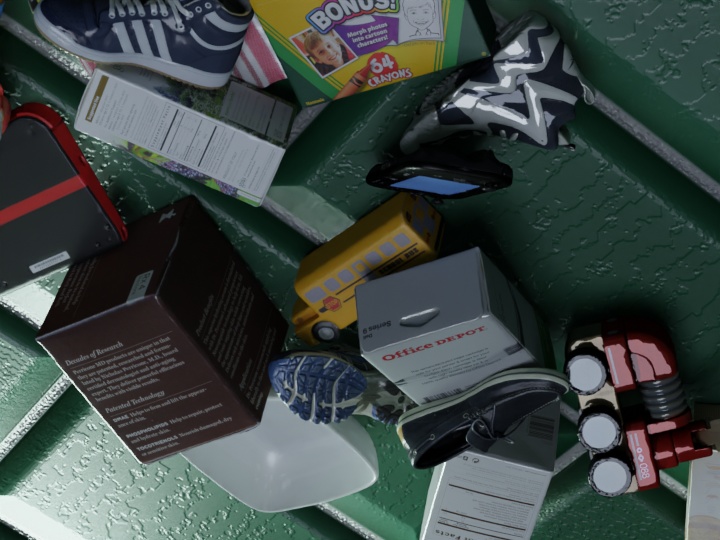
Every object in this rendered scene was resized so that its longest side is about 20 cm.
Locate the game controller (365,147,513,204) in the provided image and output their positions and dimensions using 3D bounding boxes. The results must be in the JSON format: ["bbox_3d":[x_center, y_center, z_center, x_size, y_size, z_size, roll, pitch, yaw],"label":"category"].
[{"bbox_3d":[0.073,-0.090,1.638,0.103,0.200,0.043,0,88,-14],"label":"game controller"}]

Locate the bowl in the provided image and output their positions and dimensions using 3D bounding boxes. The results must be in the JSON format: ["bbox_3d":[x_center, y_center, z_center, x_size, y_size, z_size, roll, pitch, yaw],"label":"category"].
[{"bbox_3d":[-0.094,0.184,1.934,0.199,0.075,0.200,-19,133,34],"label":"bowl"}]

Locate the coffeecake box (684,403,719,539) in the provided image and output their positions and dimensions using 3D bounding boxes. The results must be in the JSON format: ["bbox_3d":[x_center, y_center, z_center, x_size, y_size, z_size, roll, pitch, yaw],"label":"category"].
[{"bbox_3d":[0.441,0.249,1.892,0.152,0.073,0.201,3,129,10],"label":"coffeecake box"}]

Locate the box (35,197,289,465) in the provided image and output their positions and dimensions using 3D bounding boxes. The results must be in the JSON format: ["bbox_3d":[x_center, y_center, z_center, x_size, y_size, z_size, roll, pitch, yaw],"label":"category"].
[{"bbox_3d":[-0.206,0.067,1.823,0.163,0.166,0.200,-20,122,27],"label":"box"}]

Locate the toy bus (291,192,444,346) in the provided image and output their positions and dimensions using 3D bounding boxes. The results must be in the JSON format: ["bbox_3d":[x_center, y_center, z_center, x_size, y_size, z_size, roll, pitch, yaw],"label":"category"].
[{"bbox_3d":[0.000,0.000,1.789,0.199,0.065,0.078,-33,116,32],"label":"toy bus"}]

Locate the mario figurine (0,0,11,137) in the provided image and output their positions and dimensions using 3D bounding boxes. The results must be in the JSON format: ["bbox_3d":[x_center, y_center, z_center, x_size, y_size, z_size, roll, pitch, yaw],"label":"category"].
[{"bbox_3d":[-0.400,-0.197,1.684,0.105,0.124,0.201,4,127,-8],"label":"mario figurine"}]

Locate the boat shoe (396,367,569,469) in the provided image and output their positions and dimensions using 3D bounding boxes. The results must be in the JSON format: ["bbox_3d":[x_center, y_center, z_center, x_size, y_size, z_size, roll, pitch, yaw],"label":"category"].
[{"bbox_3d":[0.129,0.155,1.765,0.199,0.063,0.075,-23,146,23],"label":"boat shoe"}]

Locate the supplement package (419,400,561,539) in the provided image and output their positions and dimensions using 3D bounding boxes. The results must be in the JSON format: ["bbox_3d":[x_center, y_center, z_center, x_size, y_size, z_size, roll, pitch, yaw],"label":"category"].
[{"bbox_3d":[0.143,0.237,1.916,0.119,0.122,0.201,13,131,1],"label":"supplement package"}]

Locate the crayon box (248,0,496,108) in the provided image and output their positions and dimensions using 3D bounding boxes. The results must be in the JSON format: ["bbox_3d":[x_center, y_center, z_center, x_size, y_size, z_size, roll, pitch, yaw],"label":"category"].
[{"bbox_3d":[0.003,-0.258,1.582,0.199,0.058,0.173,-14,125,22],"label":"crayon box"}]

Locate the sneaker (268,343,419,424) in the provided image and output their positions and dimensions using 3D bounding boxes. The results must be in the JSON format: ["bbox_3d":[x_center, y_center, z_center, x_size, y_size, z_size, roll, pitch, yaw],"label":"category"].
[{"bbox_3d":[-0.024,0.119,1.847,0.199,0.085,0.077,15,106,-36],"label":"sneaker"}]

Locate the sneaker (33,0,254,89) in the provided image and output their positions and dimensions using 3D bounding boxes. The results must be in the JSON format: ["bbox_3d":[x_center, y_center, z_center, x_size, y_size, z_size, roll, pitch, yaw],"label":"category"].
[{"bbox_3d":[-0.195,-0.242,1.580,0.199,0.070,0.109,13,134,-26],"label":"sneaker"}]

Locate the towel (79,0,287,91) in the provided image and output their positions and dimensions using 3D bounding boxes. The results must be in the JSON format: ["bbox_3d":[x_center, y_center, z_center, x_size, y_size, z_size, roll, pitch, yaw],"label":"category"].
[{"bbox_3d":[-0.178,-0.221,1.675,0.199,0.030,0.147,-19,123,22],"label":"towel"}]

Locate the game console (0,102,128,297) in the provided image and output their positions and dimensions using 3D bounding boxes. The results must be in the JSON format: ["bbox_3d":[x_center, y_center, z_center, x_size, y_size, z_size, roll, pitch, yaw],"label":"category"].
[{"bbox_3d":[-0.365,-0.074,1.815,0.199,0.031,0.178,-21,113,27],"label":"game console"}]

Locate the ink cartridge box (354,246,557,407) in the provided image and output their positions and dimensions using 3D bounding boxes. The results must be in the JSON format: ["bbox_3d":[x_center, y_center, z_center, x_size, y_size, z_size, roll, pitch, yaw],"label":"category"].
[{"bbox_3d":[0.101,0.069,1.758,0.145,0.085,0.200,-18,148,19],"label":"ink cartridge box"}]

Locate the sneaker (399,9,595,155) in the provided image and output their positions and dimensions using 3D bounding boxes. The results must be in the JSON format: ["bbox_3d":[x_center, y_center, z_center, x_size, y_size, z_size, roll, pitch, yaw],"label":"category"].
[{"bbox_3d":[0.140,-0.143,1.632,0.130,0.080,0.199,43,117,-13],"label":"sneaker"}]

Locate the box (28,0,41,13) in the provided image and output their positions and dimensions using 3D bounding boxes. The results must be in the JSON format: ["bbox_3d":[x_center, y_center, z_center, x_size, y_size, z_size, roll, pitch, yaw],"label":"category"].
[{"bbox_3d":[-0.225,-0.308,1.576,0.200,0.050,0.075,-34,159,31],"label":"box"}]

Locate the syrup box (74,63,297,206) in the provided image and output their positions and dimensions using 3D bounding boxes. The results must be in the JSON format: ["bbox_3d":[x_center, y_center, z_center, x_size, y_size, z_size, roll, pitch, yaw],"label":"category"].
[{"bbox_3d":[-0.169,-0.150,1.660,0.199,0.079,0.082,22,128,-8],"label":"syrup box"}]

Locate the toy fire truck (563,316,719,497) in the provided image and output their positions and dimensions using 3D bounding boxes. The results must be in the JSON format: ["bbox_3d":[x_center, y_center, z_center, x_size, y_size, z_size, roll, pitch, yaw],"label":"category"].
[{"bbox_3d":[0.322,0.136,1.772,0.198,0.129,0.177,-13,102,11],"label":"toy fire truck"}]
